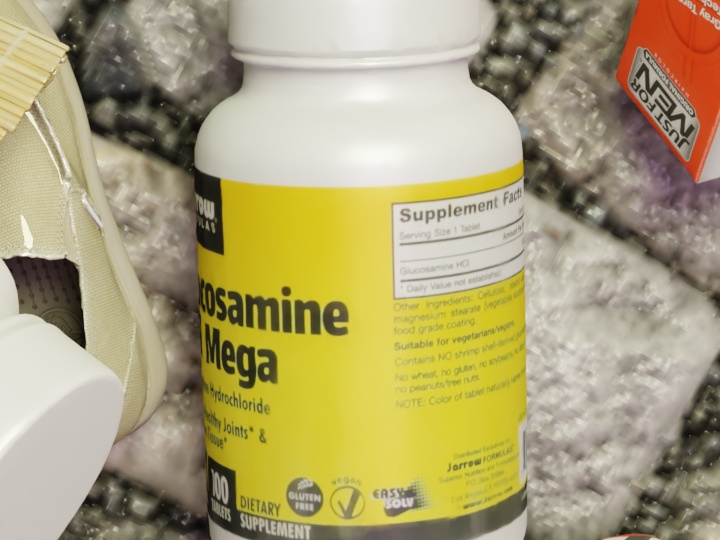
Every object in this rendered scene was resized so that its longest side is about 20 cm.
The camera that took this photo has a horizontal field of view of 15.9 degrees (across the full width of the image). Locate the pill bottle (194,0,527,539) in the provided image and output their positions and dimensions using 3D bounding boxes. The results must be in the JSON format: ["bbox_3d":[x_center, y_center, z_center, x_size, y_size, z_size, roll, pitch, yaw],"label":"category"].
[{"bbox_3d":[0.000,0.000,0.878,0.112,0.112,0.201,-5,102,-14],"label":"pill bottle"}]

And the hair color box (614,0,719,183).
[{"bbox_3d":[0.161,-0.129,0.859,0.101,0.061,0.200,-15,141,-26],"label":"hair color box"}]

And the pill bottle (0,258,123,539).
[{"bbox_3d":[-0.178,0.016,0.789,0.200,0.114,0.114,34,91,15],"label":"pill bottle"}]

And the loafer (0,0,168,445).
[{"bbox_3d":[-0.123,-0.022,0.855,0.076,0.068,0.200,-22,108,14],"label":"loafer"}]

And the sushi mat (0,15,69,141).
[{"bbox_3d":[-0.195,-0.081,0.789,0.200,0.096,0.012,26,132,8],"label":"sushi mat"}]

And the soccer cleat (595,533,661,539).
[{"bbox_3d":[0.060,0.132,0.902,0.200,0.085,0.069,-6,98,-39],"label":"soccer cleat"}]
